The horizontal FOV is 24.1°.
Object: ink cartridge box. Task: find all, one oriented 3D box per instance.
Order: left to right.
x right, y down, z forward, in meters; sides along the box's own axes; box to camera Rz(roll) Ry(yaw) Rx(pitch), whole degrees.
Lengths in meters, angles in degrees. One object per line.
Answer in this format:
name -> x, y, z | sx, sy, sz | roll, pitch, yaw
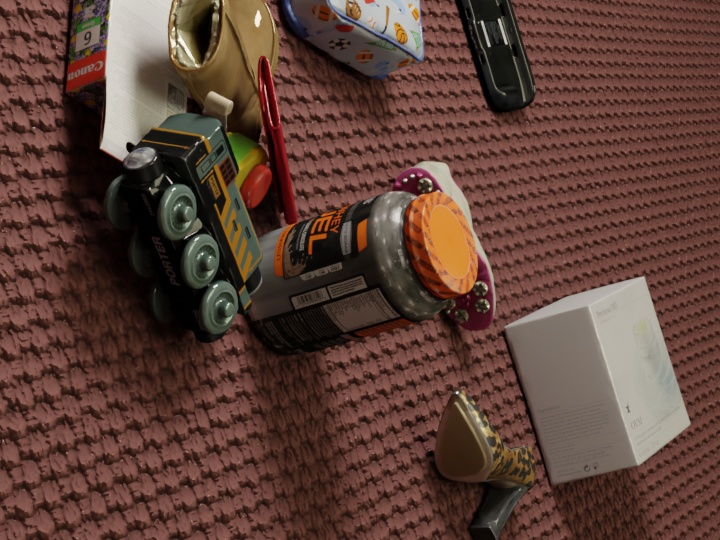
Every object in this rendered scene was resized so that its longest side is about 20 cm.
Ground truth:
ink cartridge box -> -0.201, -0.167, 1.460 | 0.109, 0.050, 0.201 | 32, 50, -49

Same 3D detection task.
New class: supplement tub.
supplement tub -> 0.000, 0.000, 1.558 | 0.122, 0.199, 0.123 | 34, 48, -47

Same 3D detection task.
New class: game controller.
game controller -> 0.169, -0.301, 2.150 | 0.104, 0.042, 0.201 | -17, 90, -45

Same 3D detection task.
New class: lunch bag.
lunch bag -> -0.007, -0.305, 1.822 | 0.200, 0.075, 0.161 | 24, 53, -51

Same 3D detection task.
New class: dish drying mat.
dish drying mat -> -0.079, -0.115, 1.558 | 0.200, 0.018, 0.077 | 84, -4, -67

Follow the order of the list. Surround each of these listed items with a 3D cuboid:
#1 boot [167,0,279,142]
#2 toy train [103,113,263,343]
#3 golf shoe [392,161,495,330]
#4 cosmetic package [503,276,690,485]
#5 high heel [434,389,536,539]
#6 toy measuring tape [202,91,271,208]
boot -> -0.122, -0.214, 1.513 | 0.200, 0.066, 0.176 | 69, 18, -69
toy train -> -0.139, -0.035, 1.418 | 0.114, 0.085, 0.200 | -52, 138, -34
golf shoe -> 0.108, -0.033, 1.877 | 0.201, 0.075, 0.092 | 68, 28, -12
cosmetic package -> 0.291, 0.130, 2.046 | 0.199, 0.123, 0.201 | -20, 91, -60
high heel -> 0.139, 0.178, 1.813 | 0.143, 0.071, 0.201 | -54, 138, -46
toy measuring tape -> -0.113, -0.108, 1.485 | 0.200, 0.073, 0.074 | 98, -3, -58
